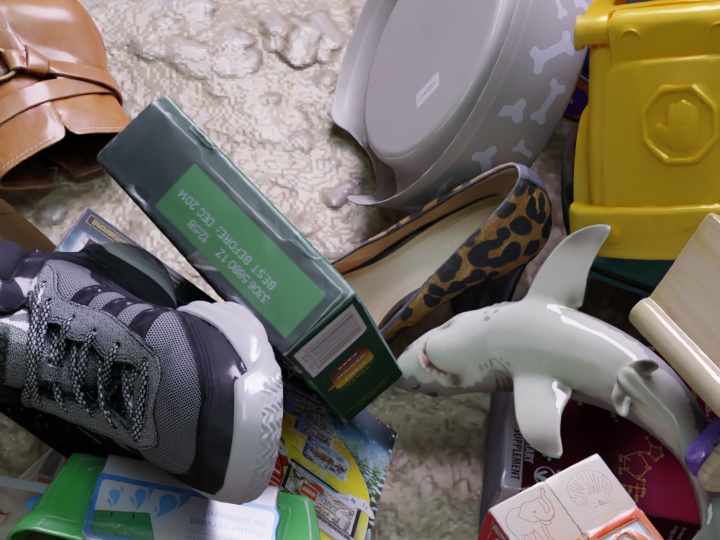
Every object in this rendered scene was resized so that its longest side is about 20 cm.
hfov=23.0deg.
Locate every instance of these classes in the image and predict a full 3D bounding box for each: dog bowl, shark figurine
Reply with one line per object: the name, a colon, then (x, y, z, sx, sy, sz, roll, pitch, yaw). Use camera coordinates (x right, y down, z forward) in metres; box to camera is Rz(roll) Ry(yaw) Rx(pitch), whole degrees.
dog bowl: (0.057, -0.120, 0.993, 0.058, 0.200, 0.201, 21, 50, -24)
shark figurine: (0.130, 0.071, 0.861, 0.214, 0.089, 0.128, 40, 91, 32)

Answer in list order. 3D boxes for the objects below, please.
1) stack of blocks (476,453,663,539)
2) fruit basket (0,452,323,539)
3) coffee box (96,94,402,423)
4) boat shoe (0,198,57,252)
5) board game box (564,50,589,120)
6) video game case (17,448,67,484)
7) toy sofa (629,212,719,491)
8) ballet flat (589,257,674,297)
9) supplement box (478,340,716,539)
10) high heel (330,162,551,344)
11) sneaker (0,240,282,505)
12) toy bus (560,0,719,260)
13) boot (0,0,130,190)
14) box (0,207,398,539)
stack of blocks: (0.089, 0.185, 0.768, 0.058, 0.201, 0.115, -23, 60, -24)
fruit basket: (-0.079, 0.161, 0.674, 0.184, 0.094, 0.200, 12, 32, -3)
coffee box: (-0.043, 0.003, 0.807, 0.044, 0.200, 0.123, -43, 77, -3)
boat shoe: (-0.169, 0.029, 0.919, 0.200, 0.065, 0.073, 44, 20, 20)
board game box: (0.236, -0.202, 1.072, 0.199, 0.200, 0.201, 21, 53, 5)
video game case: (-0.122, 0.190, 0.838, 0.200, 0.023, 0.182, 36, 56, 16)
toy sofa: (0.220, 0.052, 0.846, 0.199, 0.098, 0.083, 15, 27, -39)
ballet flat: (0.226, -0.001, 1.002, 0.199, 0.071, 0.067, 19, 18, 2)
supplement box: (0.167, 0.100, 0.929, 0.198, 0.061, 0.109, 11, 53, -3)
high heel: (0.000, 0.000, 0.920, 0.199, 0.143, 0.072, -12, 59, -18)
sneaker: (-0.112, 0.039, 0.693, 0.113, 0.076, 0.200, 2, 16, -29)
toy bus: (0.175, -0.114, 0.927, 0.135, 0.193, 0.200, -4, 16, 19)
boot: (-0.236, -0.101, 1.005, 0.199, 0.077, 0.156, -16, 63, -29)
box: (-0.079, 0.067, 0.849, 0.200, 0.038, 0.137, 37, 25, -8)
